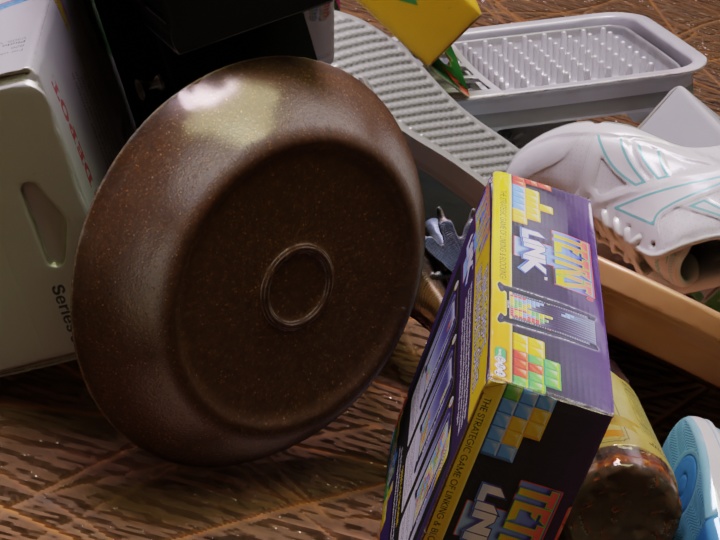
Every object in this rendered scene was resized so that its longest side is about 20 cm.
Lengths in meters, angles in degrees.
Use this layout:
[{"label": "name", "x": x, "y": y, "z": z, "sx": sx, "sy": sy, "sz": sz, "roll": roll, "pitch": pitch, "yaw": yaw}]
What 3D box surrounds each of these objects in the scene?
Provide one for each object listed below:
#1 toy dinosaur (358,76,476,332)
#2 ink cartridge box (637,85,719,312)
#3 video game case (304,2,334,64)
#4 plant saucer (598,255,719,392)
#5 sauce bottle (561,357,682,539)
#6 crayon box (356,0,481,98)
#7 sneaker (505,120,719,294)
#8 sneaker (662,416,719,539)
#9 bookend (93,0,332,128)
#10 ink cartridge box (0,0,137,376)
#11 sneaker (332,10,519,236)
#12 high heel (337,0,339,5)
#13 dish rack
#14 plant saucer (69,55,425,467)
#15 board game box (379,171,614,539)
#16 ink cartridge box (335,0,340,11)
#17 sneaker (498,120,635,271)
[{"label": "toy dinosaur", "x": 0.000, "y": 0.000, "z": 0.966, "sx": 0.105, "sy": 0.201, "sz": 0.181, "roll": -26, "pitch": 1, "yaw": -11}, {"label": "ink cartridge box", "x": 0.265, "y": -0.010, "z": 1.096, "sx": 0.200, "sy": 0.084, "sz": 0.146, "roll": 30, "pitch": 19, "yaw": -37}, {"label": "video game case", "x": -0.062, "y": -0.231, "z": 0.894, "sx": 0.023, "sy": 0.182, "sz": 0.201, "roll": -21, "pitch": 64, "yaw": -12}, {"label": "plant saucer", "x": 0.164, "y": 0.029, "z": 1.003, "sx": 0.199, "sy": 0.038, "sz": 0.200, "roll": 26, "pitch": 1, "yaw": 0}, {"label": "sauce bottle", "x": 0.119, "y": 0.083, "z": 0.911, "sx": 0.066, "sy": 0.066, "sz": 0.200, "roll": 16, "pitch": 18, "yaw": -10}, {"label": "crayon box", "x": 0.007, "y": -0.207, "z": 1.084, "sx": 0.200, "sy": 0.051, "sz": 0.127, "roll": 41, "pitch": 16, "yaw": -20}, {"label": "sneaker", "x": 0.164, "y": -0.033, "z": 0.973, "sx": 0.199, "sy": 0.081, "sz": 0.070, "roll": 7, "pitch": -27, "yaw": 34}, {"label": "sneaker", "x": 0.215, "y": 0.158, "z": 0.833, "sx": 0.130, "sy": 0.080, "sz": 0.201, "roll": 12, "pitch": 38, "yaw": -13}, {"label": "bookend", "x": -0.073, "y": -0.125, "z": 0.831, "sx": 0.092, "sy": 0.201, "sz": 0.199, "roll": -20, "pitch": 20, "yaw": -9}, {"label": "ink cartridge box", "x": -0.166, "y": -0.061, "z": 0.857, "sx": 0.087, "sy": 0.146, "sz": 0.200, "roll": -15, "pitch": 28, "yaw": 2}, {"label": "sneaker", "x": 0.022, "y": -0.073, "z": 1.057, "sx": 0.200, "sy": 0.082, "sz": 0.074, "roll": 40, "pitch": 39, "yaw": -15}, {"label": "high heel", "x": -0.083, "y": -0.152, "z": 1.165, "sx": 0.067, "sy": 0.097, "sz": 0.200, "roll": 29, "pitch": 28, "yaw": 16}, {"label": "dish rack", "x": 0.120, "y": -0.130, "z": 1.168, "sx": 0.199, "sy": 0.044, "sz": 0.172, "roll": -8, "pitch": 22, "yaw": -8}, {"label": "plant saucer", "x": -0.038, "y": 0.003, "z": 0.795, "sx": 0.200, "sy": 0.202, "sz": 0.037, "roll": -4, "pitch": 18, "yaw": -40}, {"label": "board game box", "x": 0.057, "y": 0.072, "z": 0.778, "sx": 0.056, "sy": 0.166, "sz": 0.200, "roll": 18, "pitch": 27, "yaw": -5}, {"label": "ink cartridge box", "x": -0.093, "y": -0.124, "z": 1.052, "sx": 0.200, "sy": 0.076, "sz": 0.149, "roll": -21, "pitch": 89, "yaw": -52}, {"label": "sneaker", "x": 0.110, "y": -0.072, "z": 1.160, "sx": 0.115, "sy": 0.074, "sz": 0.200, "roll": 16, "pitch": 23, "yaw": -48}]
